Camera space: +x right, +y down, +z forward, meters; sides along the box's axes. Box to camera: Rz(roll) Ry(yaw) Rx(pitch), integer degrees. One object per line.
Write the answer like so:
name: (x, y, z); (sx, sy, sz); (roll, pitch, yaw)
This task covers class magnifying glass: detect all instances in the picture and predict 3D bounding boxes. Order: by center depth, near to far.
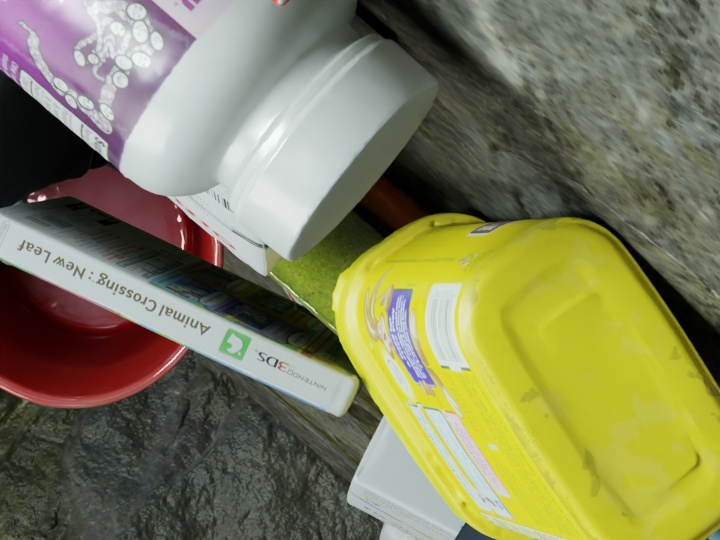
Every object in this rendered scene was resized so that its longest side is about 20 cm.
magnifying glass: (0.076, 0.019, 1.274); (0.200, 0.022, 0.080); (38, 173, 13)

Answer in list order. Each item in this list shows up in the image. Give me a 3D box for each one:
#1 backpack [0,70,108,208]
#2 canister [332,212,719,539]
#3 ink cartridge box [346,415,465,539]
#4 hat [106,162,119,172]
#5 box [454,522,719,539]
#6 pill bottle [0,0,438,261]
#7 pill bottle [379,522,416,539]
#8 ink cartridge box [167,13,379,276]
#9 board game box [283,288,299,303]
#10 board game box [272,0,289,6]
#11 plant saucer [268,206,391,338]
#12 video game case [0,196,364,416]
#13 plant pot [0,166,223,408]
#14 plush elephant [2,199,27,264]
backpack: (-0.214, -0.136, 1.303); (0.200, 0.134, 0.183); (48, 149, 18)
canister: (0.072, 0.047, 1.123); (0.149, 0.086, 0.200); (57, 169, -7)
ink cartridge box: (0.074, 0.124, 1.561); (0.144, 0.085, 0.200); (28, 173, 3)
hat: (-0.146, -0.105, 1.438); (0.201, 0.081, 0.201); (42, 173, 6)
box: (0.112, 0.187, 1.305); (0.107, 0.200, 0.148); (33, 179, -41)
pill bottle: (-0.073, -0.098, 0.965); (0.200, 0.112, 0.112); (40, 173, 6)
pill bottle: (0.114, 0.229, 1.981); (0.200, 0.112, 0.112); (39, 173, 21)
ink cartridge box: (-0.068, -0.086, 1.122); (0.145, 0.084, 0.200); (41, 172, 5)
board game box: (0.007, 0.039, 1.723); (0.135, 0.029, 0.200); (39, 173, 22)
board game box: (-0.083, -0.174, 0.812); (0.200, 0.046, 0.152); (41, 173, 3)
plant saucer: (0.000, 0.000, 1.333); (0.200, 0.048, 0.200); (42, -177, 10)
video game case: (-0.080, 0.014, 1.300); (0.182, 0.022, 0.200); (25, -176, 2)
plant pot: (-0.184, -0.018, 1.812); (0.200, 0.200, 0.177); (41, -178, -3)
plush elephant: (-0.209, -0.083, 1.606); (0.200, 0.155, 0.165); (42, 173, -8)
